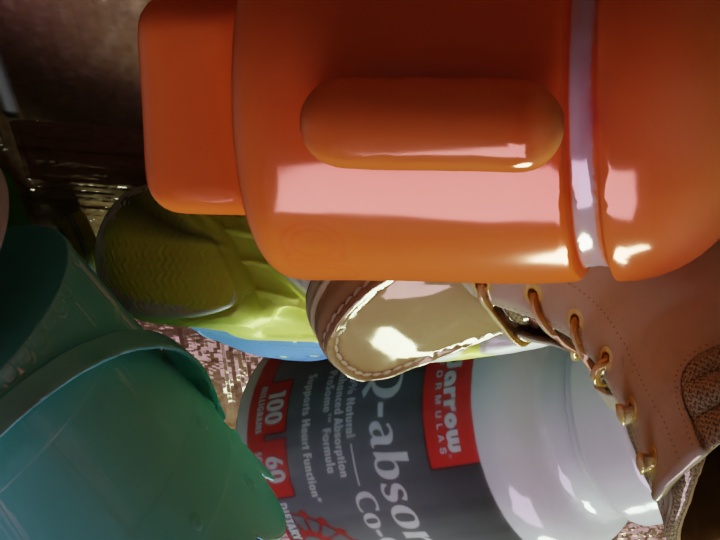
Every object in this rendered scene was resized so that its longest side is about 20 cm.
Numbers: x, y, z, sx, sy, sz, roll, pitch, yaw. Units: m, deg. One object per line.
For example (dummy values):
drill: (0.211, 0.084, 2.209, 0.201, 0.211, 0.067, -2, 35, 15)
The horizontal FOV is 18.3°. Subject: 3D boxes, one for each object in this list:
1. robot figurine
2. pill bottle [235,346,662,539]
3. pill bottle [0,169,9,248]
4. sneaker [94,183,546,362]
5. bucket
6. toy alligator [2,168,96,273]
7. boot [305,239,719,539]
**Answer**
robot figurine: (0.036, -0.055, 0.671, 0.198, 0.117, 0.144, 1, 155, 13)
pill bottle: (0.053, 0.070, 0.967, 0.199, 0.117, 0.116, -13, 151, 37)
pill bottle: (-0.223, -0.044, 0.736, 0.111, 0.112, 0.200, -17, 136, 43)
sneaker: (0.000, 0.000, 0.886, 0.198, 0.076, 0.105, 7, 171, 14)
bucket: (-0.142, 0.090, 0.824, 0.206, 0.208, 0.135, -14, 121, 39)
toy alligator: (-0.127, 0.038, 0.950, 0.059, 0.054, 0.201, -21, 141, -10)
boot: (0.076, 0.026, 0.736, 0.199, 0.156, 0.073, -27, 142, 19)
